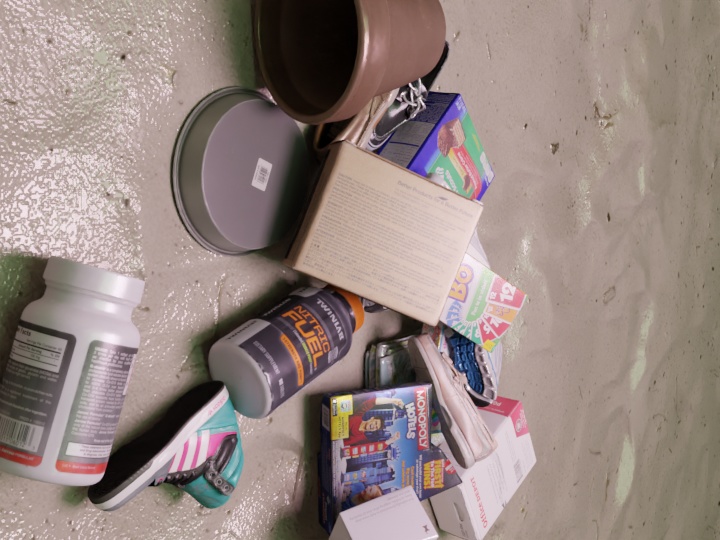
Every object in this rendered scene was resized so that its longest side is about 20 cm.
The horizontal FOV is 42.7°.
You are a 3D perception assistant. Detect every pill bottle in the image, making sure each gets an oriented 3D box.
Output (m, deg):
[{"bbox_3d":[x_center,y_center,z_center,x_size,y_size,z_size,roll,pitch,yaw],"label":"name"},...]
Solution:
[{"bbox_3d":[-0.279,0.095,0.886,0.116,0.115,0.201,22,81,-49],"label":"pill bottle"},{"bbox_3d":[-0.082,0.087,1.127,0.200,0.106,0.107,-35,122,-42],"label":"pill bottle"}]

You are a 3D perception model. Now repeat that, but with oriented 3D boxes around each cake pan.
[{"bbox_3d":[-0.131,-0.114,1.082,0.200,0.037,0.202,-13,107,-48],"label":"cake pan"}]

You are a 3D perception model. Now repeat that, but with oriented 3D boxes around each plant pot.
[{"bbox_3d":[0.000,-0.274,1.064,0.174,0.200,0.202,-13,107,-41],"label":"plant pot"}]

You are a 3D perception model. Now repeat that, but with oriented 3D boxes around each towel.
[{"bbox_3d":[0.077,0.189,1.379,0.171,0.048,0.201,-15,109,-47],"label":"towel"}]

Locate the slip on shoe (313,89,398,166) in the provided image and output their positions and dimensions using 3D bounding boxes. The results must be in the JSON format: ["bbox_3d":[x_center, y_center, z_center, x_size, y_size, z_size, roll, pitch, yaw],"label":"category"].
[{"bbox_3d":[-0.007,-0.221,1.180,0.201,0.076,0.061,-64,149,-8],"label":"slip on shoe"}]

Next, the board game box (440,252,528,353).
[{"bbox_3d":[0.129,0.025,1.233,0.199,0.030,0.096,32,92,-24],"label":"board game box"}]

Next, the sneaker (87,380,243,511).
[{"bbox_3d":[-0.204,0.229,1.033,0.200,0.083,0.121,-41,117,-39],"label":"sneaker"}]

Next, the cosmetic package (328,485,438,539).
[{"bbox_3d":[0.017,0.378,1.225,0.112,0.081,0.201,-14,145,-26],"label":"cosmetic package"}]

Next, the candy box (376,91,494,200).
[{"bbox_3d":[0.097,-0.127,1.317,0.200,0.077,0.169,-56,136,-25],"label":"candy box"}]

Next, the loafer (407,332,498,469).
[{"bbox_3d":[0.129,0.176,1.293,0.063,0.072,0.201,-23,92,-15],"label":"loafer"}]

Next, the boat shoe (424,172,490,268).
[{"bbox_3d":[0.130,-0.058,1.268,0.200,0.072,0.069,43,67,-37],"label":"boat shoe"}]

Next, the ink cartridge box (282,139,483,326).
[{"bbox_3d":[0.027,-0.044,1.127,0.199,0.075,0.166,23,88,-16],"label":"ink cartridge box"}]

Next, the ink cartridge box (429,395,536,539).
[{"bbox_3d":[0.198,0.324,1.521,0.200,0.084,0.146,-44,128,-37],"label":"ink cartridge box"}]

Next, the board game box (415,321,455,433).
[{"bbox_3d":[0.137,0.140,1.383,0.134,0.034,0.201,6,92,-52],"label":"board game box"}]

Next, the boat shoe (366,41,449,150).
[{"bbox_3d":[0.061,-0.243,1.259,0.200,0.068,0.074,-54,133,-28],"label":"boat shoe"}]

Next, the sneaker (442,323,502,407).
[{"bbox_3d":[0.170,0.093,1.345,0.087,0.075,0.201,-45,133,-54],"label":"sneaker"}]

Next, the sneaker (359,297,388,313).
[{"bbox_3d":[0.000,0.000,1.236,0.199,0.075,0.116,27,113,-25],"label":"sneaker"}]

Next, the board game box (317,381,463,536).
[{"bbox_3d":[0.042,0.252,1.277,0.199,0.062,0.201,-4,101,-22],"label":"board game box"}]
